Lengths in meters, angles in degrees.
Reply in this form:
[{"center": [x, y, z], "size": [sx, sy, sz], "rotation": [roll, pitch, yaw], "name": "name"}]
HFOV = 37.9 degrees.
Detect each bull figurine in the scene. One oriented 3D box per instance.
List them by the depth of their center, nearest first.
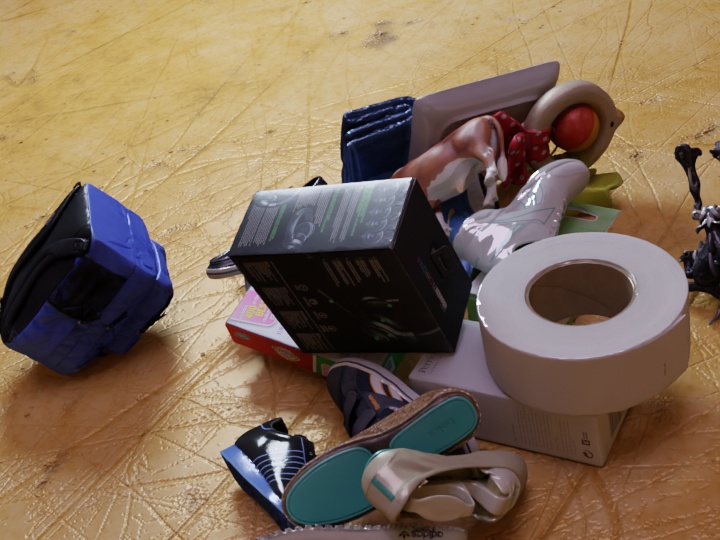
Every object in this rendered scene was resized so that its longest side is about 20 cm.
[{"center": [0.094, -0.103, 1.262], "size": [0.200, 0.065, 0.122], "rotation": [-40, 48, 30], "name": "bull figurine"}]

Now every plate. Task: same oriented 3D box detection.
[{"center": [0.156, -0.165, 1.341], "size": [0.199, 0.200, 0.032], "rotation": [-17, 57, -14], "name": "plate"}]

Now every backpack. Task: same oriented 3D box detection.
[{"center": [-0.339, 0.031, 1.287], "size": [0.200, 0.168, 0.163], "rotation": [-45, 29, 13], "name": "backpack"}]

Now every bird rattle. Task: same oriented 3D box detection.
[{"center": [0.243, -0.165, 1.311], "size": [0.163, 0.200, 0.113], "rotation": [-56, 29, 12], "name": "bird rattle"}]

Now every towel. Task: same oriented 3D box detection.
[{"center": [0.029, -0.145, 1.368], "size": [0.111, 0.200, 0.049], "rotation": [-19, 65, -8], "name": "towel"}]

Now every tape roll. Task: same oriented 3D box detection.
[{"center": [0.215, 0.047, 1.011], "size": [0.201, 0.071, 0.203], "rotation": [-9, 33, 6], "name": "tape roll"}]

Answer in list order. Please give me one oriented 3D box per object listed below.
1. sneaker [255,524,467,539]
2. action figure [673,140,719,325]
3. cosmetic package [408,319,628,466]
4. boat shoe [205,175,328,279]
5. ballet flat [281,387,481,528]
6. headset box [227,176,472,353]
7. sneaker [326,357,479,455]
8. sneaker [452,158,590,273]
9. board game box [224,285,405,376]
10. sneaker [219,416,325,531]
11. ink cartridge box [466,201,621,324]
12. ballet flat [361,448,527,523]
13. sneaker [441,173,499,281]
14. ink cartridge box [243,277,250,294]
[{"center": [-0.005, 0.268, 0.887], "size": [0.199, 0.070, 0.100], "rotation": [0, 72, -3], "name": "sneaker"}, {"center": [0.401, -0.042, 1.148], "size": [0.102, 0.201, 0.119], "rotation": [3, -12, -43], "name": "action figure"}, {"center": [0.162, 0.117, 1.057], "size": [0.199, 0.071, 0.102], "rotation": [8, 41, 30], "name": "cosmetic package"}, {"center": [-0.112, -0.053, 1.309], "size": [0.200, 0.062, 0.075], "rotation": [-33, 17, -18], "name": "boat shoe"}, {"center": [0.019, 0.171, 0.958], "size": [0.199, 0.071, 0.065], "rotation": [-27, 3, -4], "name": "ballet flat"}, {"center": [0.000, 0.000, 1.066], "size": [0.199, 0.174, 0.093], "rotation": [-3, 51, 30], "name": "headset box"}, {"center": [0.020, 0.154, 1.053], "size": [0.079, 0.079, 0.200], "rotation": [-32, 39, -31], "name": "sneaker"}, {"center": [0.199, -0.054, 1.189], "size": [0.200, 0.071, 0.080], "rotation": [-36, 55, -23], "name": "sneaker"}, {"center": [-0.032, 0.043, 1.204], "size": [0.199, 0.040, 0.153], "rotation": [18, 58, 25], "name": "board game box"}, {"center": [-0.061, 0.207, 1.018], "size": [0.078, 0.070, 0.200], "rotation": [-35, 39, -18], "name": "sneaker"}, {"center": [0.215, -0.001, 1.209], "size": [0.104, 0.059, 0.200], "rotation": [13, 43, 34], "name": "ink cartridge box"}, {"center": [0.090, 0.195, 0.916], "size": [0.199, 0.070, 0.069], "rotation": [8, 19, -37], "name": "ballet flat"}, {"center": [0.128, -0.041, 1.299], "size": [0.089, 0.079, 0.200], "rotation": [-26, 35, 20], "name": "sneaker"}, {"center": [-0.051, -0.004, 1.325], "size": [0.197, 0.044, 0.200], "rotation": [-16, 37, 1], "name": "ink cartridge box"}]
